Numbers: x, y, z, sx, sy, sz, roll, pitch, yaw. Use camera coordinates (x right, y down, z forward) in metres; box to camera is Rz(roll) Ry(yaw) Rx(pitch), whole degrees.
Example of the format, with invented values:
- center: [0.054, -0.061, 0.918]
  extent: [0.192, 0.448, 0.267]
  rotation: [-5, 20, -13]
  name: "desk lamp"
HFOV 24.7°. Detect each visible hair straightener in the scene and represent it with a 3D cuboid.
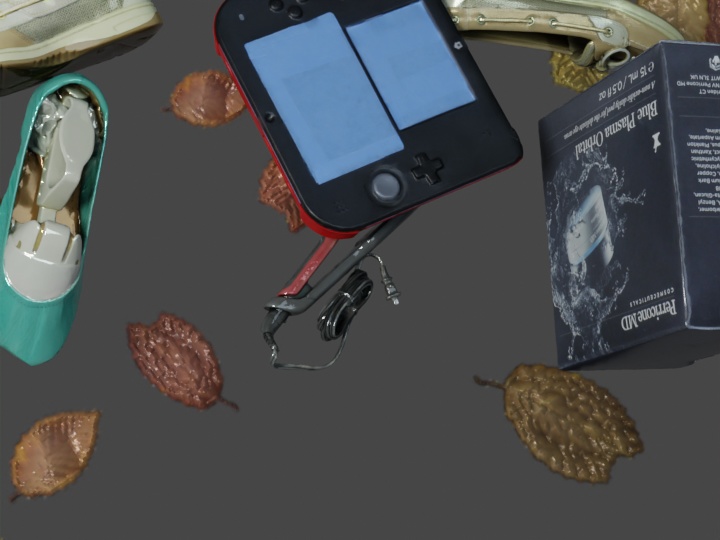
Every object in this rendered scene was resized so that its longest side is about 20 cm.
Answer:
- center: [0.000, 0.000, 1.178]
  extent: [0.077, 0.041, 0.201]
  rotation: [42, 63, -8]
  name: "hair straightener"

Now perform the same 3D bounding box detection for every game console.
- center: [0.003, -0.134, 1.189]
  extent: [0.175, 0.031, 0.202]
  rotation: [-24, 76, -16]
  name: "game console"

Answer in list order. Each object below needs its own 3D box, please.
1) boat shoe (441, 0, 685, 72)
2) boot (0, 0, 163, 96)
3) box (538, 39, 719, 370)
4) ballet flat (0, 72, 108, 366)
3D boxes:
- center: [0.153, -0.183, 1.265]
  extent: [0.198, 0.073, 0.064]
  rotation: [17, 80, -14]
  name: "boat shoe"
- center: [-0.249, -0.203, 1.114]
  extent: [0.198, 0.072, 0.156]
  rotation: [-22, 87, -29]
  name: "boot"
- center: [0.226, -0.040, 1.190]
  extent: [0.116, 0.196, 0.203]
  rotation: [0, 78, -20]
  name: "box"
- center: [-0.208, -0.040, 1.093]
  extent: [0.067, 0.070, 0.203]
  rotation: [11, 75, -18]
  name: "ballet flat"
